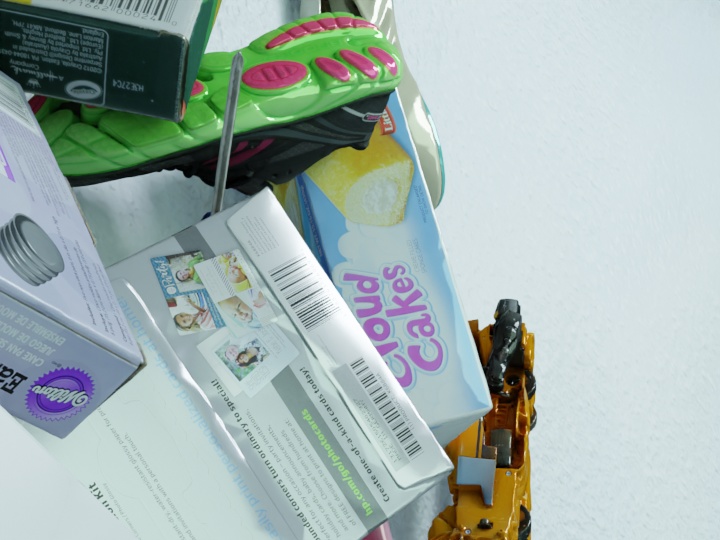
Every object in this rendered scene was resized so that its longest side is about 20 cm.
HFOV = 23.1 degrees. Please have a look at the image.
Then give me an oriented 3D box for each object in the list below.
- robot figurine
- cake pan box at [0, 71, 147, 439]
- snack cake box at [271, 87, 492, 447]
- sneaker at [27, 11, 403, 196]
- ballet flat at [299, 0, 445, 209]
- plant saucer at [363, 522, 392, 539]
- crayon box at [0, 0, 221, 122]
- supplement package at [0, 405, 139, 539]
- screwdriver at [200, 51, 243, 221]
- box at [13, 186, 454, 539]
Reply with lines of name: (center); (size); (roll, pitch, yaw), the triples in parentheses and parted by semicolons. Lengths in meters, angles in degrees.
robot figurine: (0.075, 0.112, 1.047); (0.200, 0.058, 0.145); (-82, 170, -48)
cake pan box: (-0.182, -0.049, 0.647); (0.184, 0.052, 0.200); (37, 16, -46)
snack cake box: (0.000, 0.000, 0.955); (0.115, 0.067, 0.201); (127, -52, -69)
sneaker: (-0.071, -0.065, 0.851); (0.084, 0.199, 0.077); (99, -29, -42)
ballet flat: (-0.002, -0.124, 1.132); (0.069, 0.069, 0.201); (18, 52, -57)
plant saucer: (-0.052, 0.132, 0.830); (0.201, 0.051, 0.201); (44, 33, -39)
crayon box: (-0.125, -0.157, 0.839); (0.200, 0.126, 0.051); (-78, 179, -49)
supplement package: (-0.164, 0.140, 0.540); (0.156, 0.111, 0.200); (51, 31, -29)
screwdriver: (-0.071, -0.034, 0.825); (0.200, 0.029, 0.028); (97, -2, -54)
box: (-0.072, 0.069, 0.739); (0.200, 0.041, 0.156); (-30, 84, -43)
